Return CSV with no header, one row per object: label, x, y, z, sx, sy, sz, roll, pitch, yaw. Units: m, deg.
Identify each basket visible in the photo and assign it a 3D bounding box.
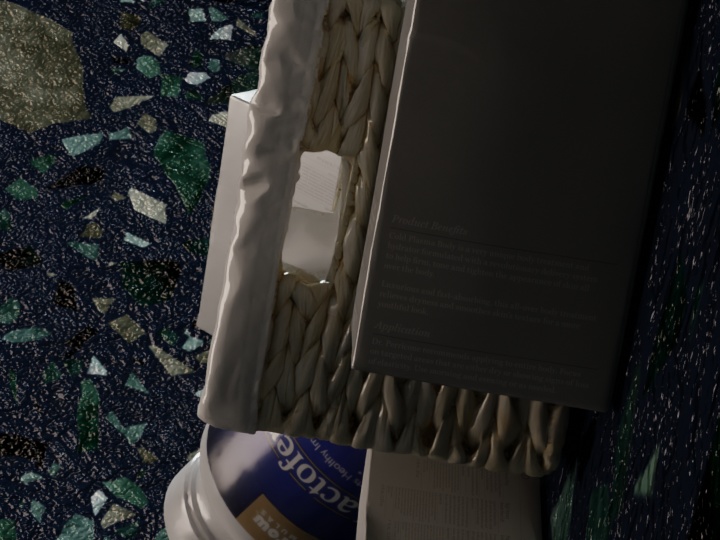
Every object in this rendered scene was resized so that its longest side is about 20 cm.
basket,0.023,-0.031,1.033,0.200,0.160,0.200,-83,4,-80

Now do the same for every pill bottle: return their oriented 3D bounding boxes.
pill bottle,-0.015,0.093,1.238,0.200,0.115,0.116,-45,24,36

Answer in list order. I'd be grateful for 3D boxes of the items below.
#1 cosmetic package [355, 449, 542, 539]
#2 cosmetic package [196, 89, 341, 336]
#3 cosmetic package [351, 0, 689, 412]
cosmetic package,0.037,0.140,1.008,0.200,0.082,0.051,-83,1,-64
cosmetic package,0.000,0.000,1.316,0.052,0.199,0.152,-15,-55,-48
cosmetic package,0.061,-0.056,0.890,0.090,0.106,0.201,-89,10,-81
